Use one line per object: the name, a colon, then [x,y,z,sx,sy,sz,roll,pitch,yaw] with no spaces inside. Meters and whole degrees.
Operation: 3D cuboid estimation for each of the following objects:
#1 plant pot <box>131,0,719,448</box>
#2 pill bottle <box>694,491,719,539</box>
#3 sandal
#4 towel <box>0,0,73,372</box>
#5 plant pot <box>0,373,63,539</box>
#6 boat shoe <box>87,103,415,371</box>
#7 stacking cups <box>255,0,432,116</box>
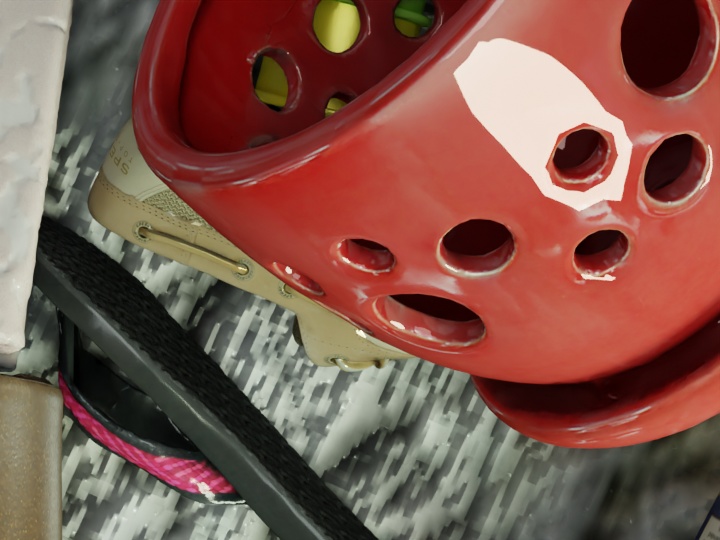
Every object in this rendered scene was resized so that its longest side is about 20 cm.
plant pot: [0.057,-0.054,0.901,0.200,0.200,0.182,-47,119,0]
pill bottle: [0.138,0.173,1.016,0.111,0.111,0.200,28,90,-2]
sandal: [-0.065,0.058,1.029,0.045,0.075,0.200,-42,95,11]
towel: [-0.202,-0.061,1.003,0.199,0.032,0.192,5,65,-2]
plant pot: [-0.181,0.131,0.975,0.200,0.200,0.199,5,83,-2]
boat shoe: [0.000,0.000,1.033,0.200,0.071,0.065,29,110,-7]
stacking cups: [0.008,-0.150,1.001,0.060,0.061,0.201,12,94,-2]
